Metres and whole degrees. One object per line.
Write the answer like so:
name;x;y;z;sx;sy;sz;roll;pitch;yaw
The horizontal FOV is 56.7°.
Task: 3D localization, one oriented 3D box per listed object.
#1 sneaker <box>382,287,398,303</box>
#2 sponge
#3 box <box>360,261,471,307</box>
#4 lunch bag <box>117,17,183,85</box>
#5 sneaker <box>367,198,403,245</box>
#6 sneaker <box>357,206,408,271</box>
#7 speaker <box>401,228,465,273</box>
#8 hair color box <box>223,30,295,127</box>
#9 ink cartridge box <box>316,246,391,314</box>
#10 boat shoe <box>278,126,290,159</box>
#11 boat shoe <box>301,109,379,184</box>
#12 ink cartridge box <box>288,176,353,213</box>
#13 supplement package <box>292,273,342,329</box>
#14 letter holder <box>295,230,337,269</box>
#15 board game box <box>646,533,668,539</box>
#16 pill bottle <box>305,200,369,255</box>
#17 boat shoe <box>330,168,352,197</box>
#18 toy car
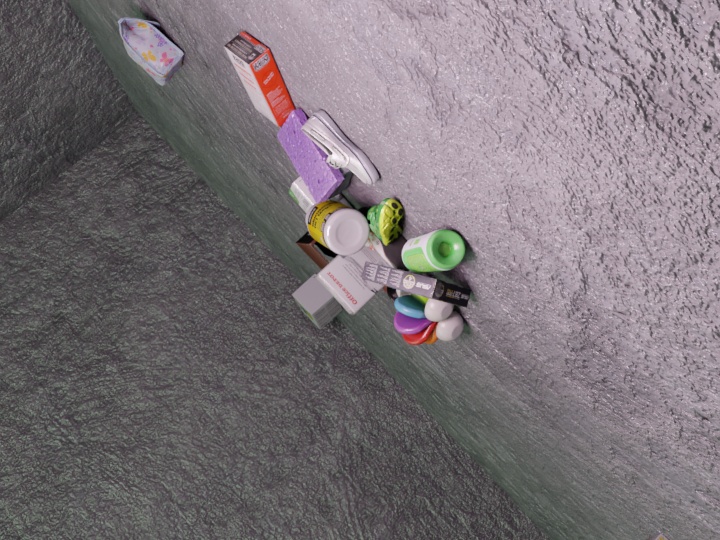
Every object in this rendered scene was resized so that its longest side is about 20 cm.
sneaker;0.094;0.035;1.936;0.200;0.074;0.087;48;-177;16
sponge;-0.120;-0.266;1.559;0.200;0.030;0.112;59;145;9
box;0.126;0.031;1.513;0.200;0.049;0.161;15;177;38
lunch bag;-0.652;-0.691;2.062;0.200;0.127;0.170;40;173;-14
sneaker;0.049;-0.116;1.532;0.084;0.074;0.200;41;168;12
sneaker;0.061;-0.067;1.679;0.201;0.067;0.108;48;170;14
speaker;0.149;-0.038;1.401;0.088;0.088;0.200;49;169;-6
hair color box;-0.224;-0.430;1.512;0.101;0.061;0.200;41;168;28
ink cartridge box;0.000;0.000;1.781;0.147;0.200;0.083;48;169;-1
boat shoe;-0.148;-0.298;1.660;0.200;0.070;0.070;52;169;-16
boat shoe;-0.047;-0.252;1.445;0.200;0.067;0.074;47;169;1
ink cartridge box;-0.099;-0.178;1.839;0.200;0.084;0.146;48;169;-4
supplement package;-0.203;0.149;3.157;0.152;0.151;0.200;43;168;23
letter holder;-0.112;-0.073;2.213;0.142;0.101;0.200;48;169;-15
board game box;0.821;0.769;1.767;0.134;0.034;0.200;42;168;26
pill bottle;-0.065;-0.111;1.631;0.112;0.112;0.200;53;171;-25
boat shoe;-0.064;-0.229;1.623;0.062;0.072;0.200;60;160;5
toy car;0.155;0.114;1.723;0.175;0.150;0.200;37;164;45
